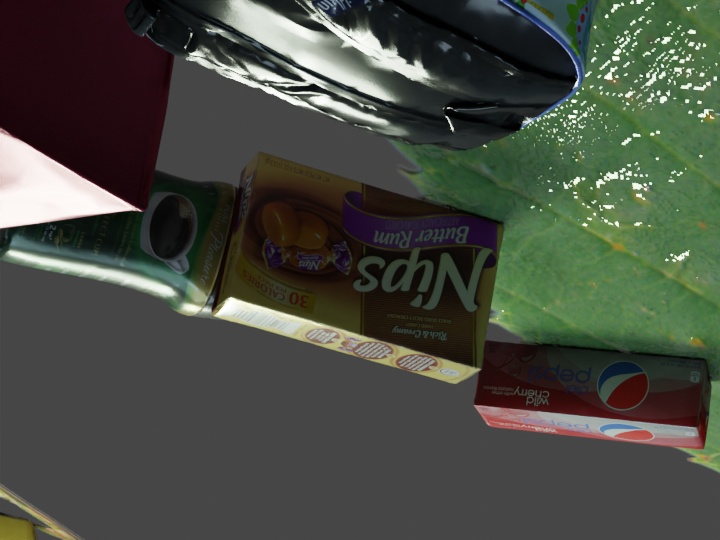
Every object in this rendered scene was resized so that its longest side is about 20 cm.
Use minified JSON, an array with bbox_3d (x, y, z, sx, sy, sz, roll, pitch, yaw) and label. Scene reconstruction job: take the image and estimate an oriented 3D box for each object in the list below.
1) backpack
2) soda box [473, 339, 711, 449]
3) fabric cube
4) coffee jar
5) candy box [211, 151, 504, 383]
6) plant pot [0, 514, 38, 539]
[{"bbox_3d":[0.018,-0.157,0.957,0.199,0.148,0.183,25,158,-22],"label":"backpack"},{"bbox_3d":[0.205,0.109,1.751,0.199,0.064,0.070,4,160,17],"label":"soda box"},{"bbox_3d":[-0.229,-0.146,1.053,0.199,0.201,0.196,-6,154,36],"label":"fabric cube"},{"bbox_3d":[-0.169,-0.033,1.488,0.199,0.105,0.085,18,169,-18],"label":"coffee jar"},{"bbox_3d":[0.000,0.000,1.468,0.199,0.117,0.056,16,160,-14],"label":"candy box"},{"bbox_3d":[-0.571,0.470,3.009,0.194,0.201,0.194,10,161,-1],"label":"plant pot"}]
